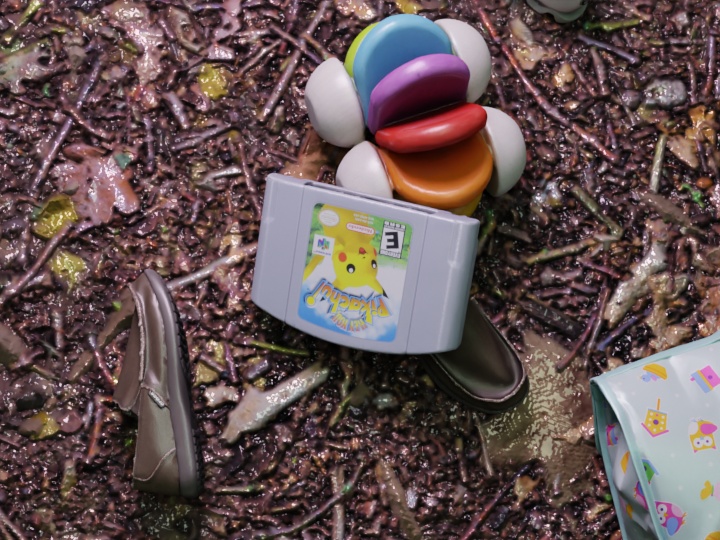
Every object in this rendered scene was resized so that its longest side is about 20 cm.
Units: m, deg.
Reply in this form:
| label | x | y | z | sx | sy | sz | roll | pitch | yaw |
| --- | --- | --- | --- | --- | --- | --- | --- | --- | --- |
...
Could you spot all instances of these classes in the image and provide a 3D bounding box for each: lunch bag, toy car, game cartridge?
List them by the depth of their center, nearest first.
| label | x | y | z | sx | sy | sz | roll | pitch | yaw |
| --- | --- | --- | --- | --- | --- | --- | --- | --- | --- |
| game cartridge | 0.000 | 0.000 | 1.461 | 0.198 | 0.040 | 0.135 | 13 | 107 | 19 |
| lunch bag | 0.301 | 0.162 | 1.464 | 0.168 | 0.122 | 0.202 | -16 | 85 | -9 |
| toy car | 0.053 | -0.139 | 1.490 | 0.173 | 0.150 | 0.202 | -19 | 80 | -9 |

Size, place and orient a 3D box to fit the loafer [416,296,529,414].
| label | x | y | z | sx | sy | sz | roll | pitch | yaw |
| --- | --- | --- | --- | --- | --- | --- | --- | --- | --- |
| loafer | 0.073 | 0.047 | 1.490 | 0.200 | 0.071 | 0.073 | 44 | 77 | 5 |

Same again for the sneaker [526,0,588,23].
| label | x | y | z | sx | sy | sz | roll | pitch | yaw |
| --- | --- | --- | --- | --- | --- | --- | --- | --- | --- |
| sneaker | 0.139 | -0.320 | 1.574 | 0.199 | 0.089 | 0.075 | 33 | 77 | 4 |

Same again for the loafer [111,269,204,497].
| label | x | y | z | sx | sy | sz | roll | pitch | yaw |
| --- | --- | --- | --- | --- | --- | --- | --- | --- | --- |
| loafer | -0.183 | 0.098 | 1.444 | 0.070 | 0.073 | 0.203 | -9 | 75 | -1 |
